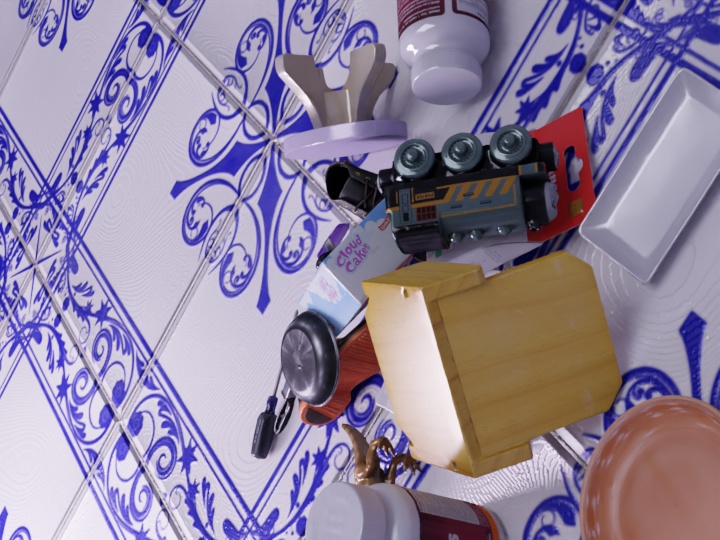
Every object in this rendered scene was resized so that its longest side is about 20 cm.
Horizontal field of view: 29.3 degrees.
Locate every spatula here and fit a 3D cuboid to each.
[{"bbox_3d":[-0.038,-0.025,1.704,0.057,0.020,0.200,-56,4,10],"label":"spatula"}]

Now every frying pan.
[{"bbox_3d":[-0.082,0.120,1.671,0.190,0.031,0.116,-36,65,50],"label":"frying pan"}]

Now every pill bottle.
[{"bbox_3d":[0.100,-0.309,1.674,0.113,0.112,0.202,-26,55,42],"label":"pill bottle"},{"bbox_3d":[0.047,0.280,1.415,0.109,0.199,0.111,-24,57,43],"label":"pill bottle"}]

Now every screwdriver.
[{"bbox_3d":[-0.110,0.149,1.811,0.029,0.028,0.202,147,138,-77],"label":"screwdriver"}]

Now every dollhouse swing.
[{"bbox_3d":[0.134,0.078,1.408,0.181,0.175,0.202,5,115,62],"label":"dollhouse swing"}]

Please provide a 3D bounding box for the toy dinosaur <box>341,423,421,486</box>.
[{"bbox_3d":[0.010,0.230,1.598,0.106,0.060,0.201,-44,45,33],"label":"toy dinosaur"}]

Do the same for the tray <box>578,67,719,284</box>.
[{"bbox_3d":[0.310,-0.094,1.387,0.107,0.022,0.201,44,110,41],"label":"tray"}]

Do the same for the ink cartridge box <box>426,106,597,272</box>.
[{"bbox_3d":[0.159,-0.090,1.521,0.199,0.050,0.162,-28,46,32],"label":"ink cartridge box"}]

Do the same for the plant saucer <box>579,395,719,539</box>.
[{"bbox_3d":[0.289,0.218,1.276,0.199,0.037,0.202,-26,55,44],"label":"plant saucer"}]

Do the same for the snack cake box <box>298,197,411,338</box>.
[{"bbox_3d":[0.000,0.000,1.593,0.115,0.067,0.200,-44,-3,-17],"label":"snack cake box"}]

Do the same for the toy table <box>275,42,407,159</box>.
[{"bbox_3d":[-0.023,-0.213,1.755,0.199,0.183,0.118,-8,85,40],"label":"toy table"}]

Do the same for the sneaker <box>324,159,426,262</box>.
[{"bbox_3d":[0.035,-0.068,1.656,0.200,0.106,0.075,33,101,52],"label":"sneaker"}]

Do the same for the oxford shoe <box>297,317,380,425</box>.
[{"bbox_3d":[-0.019,0.101,1.683,0.200,0.071,0.073,-48,39,28],"label":"oxford shoe"}]

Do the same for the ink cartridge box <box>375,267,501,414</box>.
[{"bbox_3d":[0.117,0.092,1.536,0.176,0.045,0.201,25,94,52],"label":"ink cartridge box"}]

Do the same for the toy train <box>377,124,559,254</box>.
[{"bbox_3d":[0.116,-0.083,1.467,0.198,0.085,0.115,-8,68,12],"label":"toy train"}]
